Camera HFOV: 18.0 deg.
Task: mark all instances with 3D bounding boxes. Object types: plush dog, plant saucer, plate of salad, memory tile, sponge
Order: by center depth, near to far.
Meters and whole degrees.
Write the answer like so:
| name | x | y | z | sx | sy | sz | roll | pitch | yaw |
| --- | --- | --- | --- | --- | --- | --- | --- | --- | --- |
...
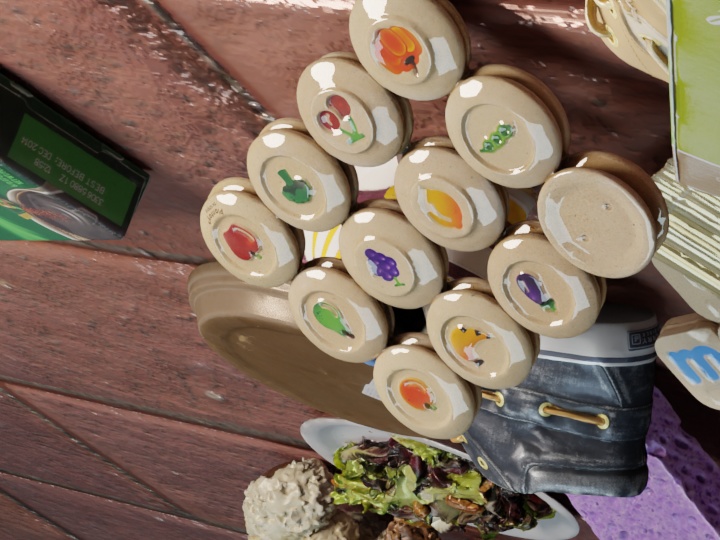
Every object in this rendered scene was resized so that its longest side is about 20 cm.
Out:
| name | x | y | z | sx | sy | sz | roll | pitch | yaw |
| --- | --- | --- | --- | --- | --- | --- | --- | --- | --- |
| memory tile | 0.023 | -0.017 | 0.916 | 0.153 | 0.017 | 0.200 | 42 | 139 | -1 |
| sponge | 0.162 | 0.128 | 1.226 | 0.200 | 0.030 | 0.111 | 51 | 153 | -15 |
| plant saucer | -0.013 | 0.051 | 1.331 | 0.199 | 0.030 | 0.200 | 19 | 162 | 7 |
| plate of salad | 0.049 | 0.149 | 1.519 | 0.199 | 0.048 | 0.200 | 20 | 163 | 7 |
| plush dog | 0.013 | 0.239 | 1.680 | 0.171 | 0.162 | 0.200 | -1 | 154 | 23 |

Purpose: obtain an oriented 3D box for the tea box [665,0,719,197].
| name | x | y | z | sx | sy | sz | roll | pitch | yaw |
| --- | --- | --- | --- | --- | --- | --- | --- | --- | --- |
| tea box | 0.180 | -0.084 | 0.503 | 0.199 | 0.134 | 0.197 | 18 | 162 | 14 |

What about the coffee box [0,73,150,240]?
| name | x | y | z | sx | sy | sz | roll | pitch | yaw |
| --- | --- | --- | --- | --- | --- | --- | --- | --- | --- |
| coffee box | -0.217 | -0.059 | 1.212 | 0.199 | 0.044 | 0.123 | 2 | 155 | 47 |

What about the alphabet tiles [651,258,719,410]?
| name | x | y | z | sx | sy | sz | roll | pitch | yaw |
| --- | --- | --- | --- | --- | --- | --- | --- | --- | --- |
| alphabet tiles | 0.218 | 0.042 | 0.951 | 0.196 | 0.015 | 0.199 | 46 | 148 | -19 |

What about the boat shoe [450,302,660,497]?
| name | x | y | z | sx | sy | sz | roll | pitch | yaw |
| --- | --- | --- | --- | --- | --- | --- | --- | --- | --- |
| boat shoe | 0.054 | 0.057 | 1.123 | 0.199 | 0.092 | 0.071 | 8 | -168 | 36 |

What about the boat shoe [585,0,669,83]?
| name | x | y | z | sx | sy | sz | roll | pitch | yaw |
| --- | --- | --- | --- | --- | --- | --- | --- | --- | --- |
| boat shoe | 0.103 | -0.086 | 0.694 | 0.069 | 0.074 | 0.200 | -4 | 151 | 43 |

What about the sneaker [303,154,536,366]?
| name | x | y | z | sx | sy | sz | roll | pitch | yaw |
| --- | --- | --- | --- | --- | --- | --- | --- | --- | --- |
| sneaker | 0.000 | 0.000 | 1.050 | 0.075 | 0.091 | 0.200 | 28 | 162 | -22 |

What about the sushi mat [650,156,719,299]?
| name | x | y | z | sx | sy | sz | roll | pitch | yaw |
| --- | --- | --- | --- | --- | --- | --- | --- | --- | --- |
| sushi mat | 0.198 | 0.016 | 0.903 | 0.199 | 0.012 | 0.096 | 33 | 148 | 0 |
